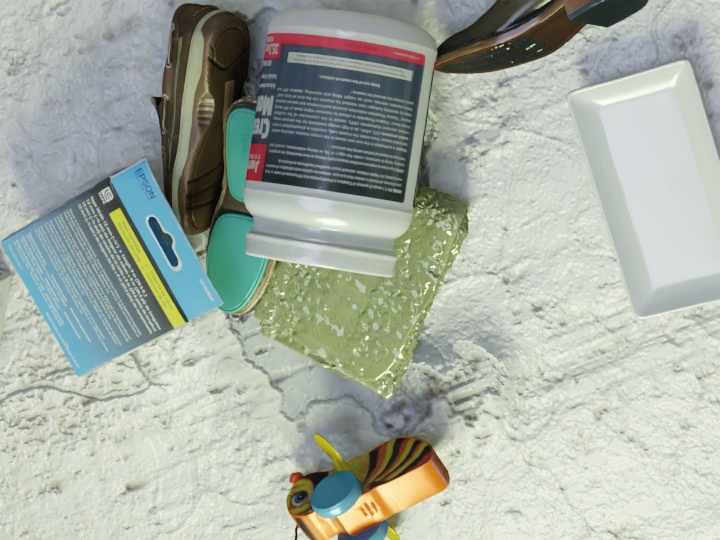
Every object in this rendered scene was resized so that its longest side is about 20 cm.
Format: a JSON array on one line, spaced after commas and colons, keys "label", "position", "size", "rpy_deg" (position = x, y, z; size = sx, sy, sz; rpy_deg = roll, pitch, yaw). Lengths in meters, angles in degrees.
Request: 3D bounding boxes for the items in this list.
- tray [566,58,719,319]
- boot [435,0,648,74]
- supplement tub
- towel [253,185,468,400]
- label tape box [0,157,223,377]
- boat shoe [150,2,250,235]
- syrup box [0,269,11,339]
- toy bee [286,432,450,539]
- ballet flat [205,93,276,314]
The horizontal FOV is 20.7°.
[{"label": "tray", "position": [0.246, -0.066, 1.607], "size": [0.107, 0.022, 0.201], "rpy_deg": [-14, 102, 22]}, {"label": "boot", "position": [0.136, -0.227, 1.583], "size": [0.199, 0.075, 0.098], "rpy_deg": [-19, 74, 34]}, {"label": "supplement tub", "position": [-0.019, -0.103, 1.593], "size": [0.139, 0.140, 0.201], "rpy_deg": [9, 91, 16]}, {"label": "towel", "position": [0.000, 0.000, 1.706], "size": [0.148, 0.036, 0.201], "rpy_deg": [28, 114, 10]}, {"label": "label tape box", "position": [-0.205, -0.008, 1.735], "size": [0.199, 0.066, 0.144], "rpy_deg": [-26, 96, 37]}, {"label": "boat shoe", "position": [-0.143, -0.134, 1.703], "size": [0.075, 0.074, 0.203], "rpy_deg": [28, 117, 34]}, {"label": "syrup box", "position": [-0.398, 0.055, 1.770], "size": [0.078, 0.200, 0.082], "rpy_deg": [18, 112, 13]}, {"label": "toy bee", "position": [-0.025, 0.197, 1.748], "size": [0.199, 0.109, 0.132], "rpy_deg": [-14, 119, -9]}, {"label": "ballet flat", "position": [-0.089, -0.059, 1.700], "size": [0.070, 0.065, 0.201], "rpy_deg": [20, 117, 18]}]
